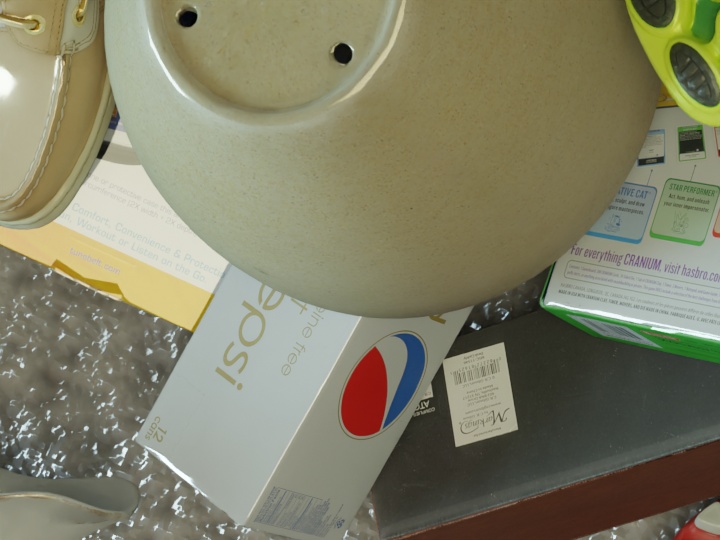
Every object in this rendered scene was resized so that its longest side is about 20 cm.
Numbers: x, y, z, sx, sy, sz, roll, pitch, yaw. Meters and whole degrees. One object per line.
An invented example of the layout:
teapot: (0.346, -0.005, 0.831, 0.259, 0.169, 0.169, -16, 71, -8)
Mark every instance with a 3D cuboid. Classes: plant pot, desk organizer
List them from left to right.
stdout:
plant pot: (-0.008, -0.087, 0.965, 0.199, 0.134, 0.202, -1, 86, 19)
desk organizer: (0.105, 0.052, 1.087, 0.199, 0.077, 0.072, -19, 66, 20)

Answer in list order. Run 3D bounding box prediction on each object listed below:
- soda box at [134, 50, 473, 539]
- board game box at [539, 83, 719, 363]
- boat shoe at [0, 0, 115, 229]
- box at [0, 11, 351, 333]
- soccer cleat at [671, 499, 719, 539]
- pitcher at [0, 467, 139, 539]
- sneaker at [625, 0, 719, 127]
soda box: (0.000, 0.000, 1.069, 0.068, 0.064, 0.201, 34, 97, 36)
board game box: (0.162, -0.063, 1.009, 0.152, 0.040, 0.201, 12, 80, 41)
boat shoe: (-0.126, -0.116, 1.032, 0.073, 0.069, 0.201, 9, 92, 25)
box: (-0.064, -0.086, 1.087, 0.118, 0.041, 0.201, 25, 98, -3)
soccer cleat: (0.130, 0.157, 1.117, 0.069, 0.085, 0.200, 38, 76, 22)
pitcher: (-0.190, 0.154, 1.106, 0.171, 0.121, 0.201, 21, 98, 26)
sneaker: (0.130, -0.132, 0.976, 0.074, 0.201, 0.084, -18, 144, 23)
